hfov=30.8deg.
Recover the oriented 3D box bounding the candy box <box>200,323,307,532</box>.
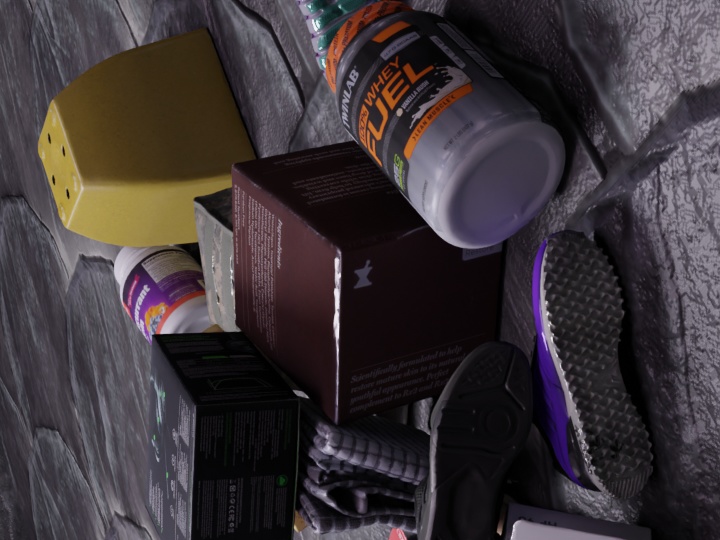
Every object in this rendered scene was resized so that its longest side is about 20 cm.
[{"bbox_3d":[-0.106,0.163,1.352,0.117,0.056,0.201,37,158,52],"label":"candy box"}]

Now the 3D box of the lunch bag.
[{"bbox_3d":[-0.083,0.020,1.361,0.200,0.117,0.166,37,140,47],"label":"lunch bag"}]

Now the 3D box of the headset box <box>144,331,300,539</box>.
[{"bbox_3d":[-0.129,0.162,1.157,0.200,0.092,0.176,-145,56,-65],"label":"headset box"}]

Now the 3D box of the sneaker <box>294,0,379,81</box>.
[{"bbox_3d":[-0.024,-0.241,1.158,0.088,0.074,0.201,-111,-5,-55],"label":"sneaker"}]

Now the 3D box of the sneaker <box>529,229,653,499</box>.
[{"bbox_3d":[0.153,0.072,0.996,0.099,0.069,0.203,-4,98,64],"label":"sneaker"}]

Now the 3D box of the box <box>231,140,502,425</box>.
[{"bbox_3d":[0.000,0.000,1.144,0.200,0.164,0.166,38,134,50],"label":"box"}]

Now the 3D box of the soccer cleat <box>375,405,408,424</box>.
[{"bbox_3d":[0.002,0.166,1.326,0.078,0.069,0.201,51,142,29],"label":"soccer cleat"}]

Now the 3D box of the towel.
[{"bbox_3d":[0.008,0.180,1.156,0.200,0.164,0.087,20,92,69],"label":"towel"}]

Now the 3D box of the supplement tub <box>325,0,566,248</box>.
[{"bbox_3d":[0.059,-0.121,1.026,0.200,0.121,0.124,50,143,39],"label":"supplement tub"}]

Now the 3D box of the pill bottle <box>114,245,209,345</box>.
[{"bbox_3d":[-0.240,0.038,1.667,0.200,0.110,0.113,43,138,46],"label":"pill bottle"}]

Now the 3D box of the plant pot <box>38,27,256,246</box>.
[{"bbox_3d":[-0.263,-0.140,1.535,0.196,0.198,0.196,-46,62,57],"label":"plant pot"}]

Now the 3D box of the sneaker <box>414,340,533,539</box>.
[{"bbox_3d":[0.082,0.148,1.016,0.114,0.075,0.202,-112,30,-83],"label":"sneaker"}]

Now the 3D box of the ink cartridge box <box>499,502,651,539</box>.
[{"bbox_3d":[0.158,0.253,1.008,0.068,0.115,0.202,-75,-7,-56],"label":"ink cartridge box"}]

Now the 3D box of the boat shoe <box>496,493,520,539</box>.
[{"bbox_3d":[0.116,0.239,1.144,0.199,0.064,0.073,-3,99,62],"label":"boat shoe"}]

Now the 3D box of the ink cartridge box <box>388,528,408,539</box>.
[{"bbox_3d":[0.052,0.369,1.306,0.177,0.044,0.201,98,148,-62],"label":"ink cartridge box"}]
